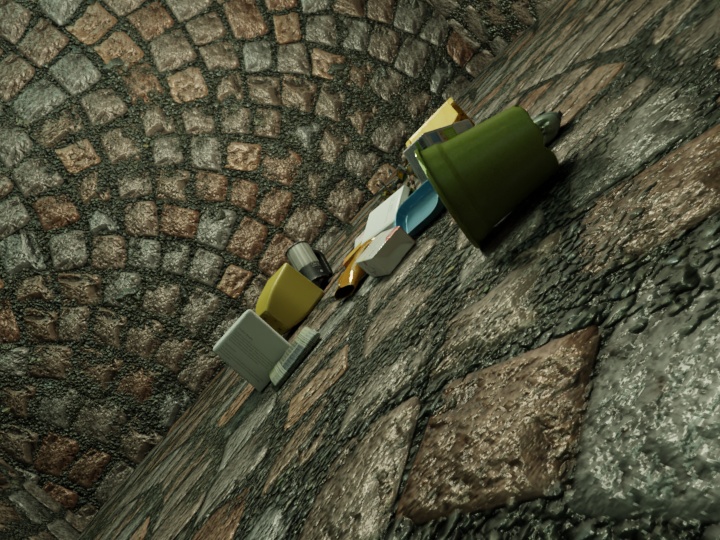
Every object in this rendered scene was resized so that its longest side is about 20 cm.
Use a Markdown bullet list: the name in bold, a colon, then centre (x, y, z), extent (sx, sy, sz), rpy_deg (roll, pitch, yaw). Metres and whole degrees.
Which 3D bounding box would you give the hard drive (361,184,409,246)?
- **hard drive**: centre (0.074, -0.160, 1.697), extent (0.200, 0.027, 0.133), rpy_deg (-34, 35, 54)

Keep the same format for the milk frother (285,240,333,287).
- **milk frother**: centre (-0.239, 0.013, 2.381), extent (0.200, 0.189, 0.180), rpy_deg (-40, -23, 18)

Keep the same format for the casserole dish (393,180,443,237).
- **casserole dish**: centre (0.162, -0.162, 1.511), extent (0.200, 0.039, 0.122), rpy_deg (-42, 38, 42)

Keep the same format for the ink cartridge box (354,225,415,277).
- **ink cartridge box**: centre (0.061, -0.046, 1.526), extent (0.117, 0.067, 0.200), rpy_deg (-49, 10, -12)

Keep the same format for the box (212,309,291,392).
- **box**: centre (-0.343, 0.250, 1.788), extent (0.172, 0.199, 0.200), rpy_deg (-49, 8, -12)

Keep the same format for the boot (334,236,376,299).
- **boot**: centre (-0.001, 0.000, 1.678), extent (0.201, 0.071, 0.144), rpy_deg (-45, 15, 34)

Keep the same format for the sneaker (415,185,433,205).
- **sneaker**: centre (0.165, -0.170, 1.606), extent (0.200, 0.075, 0.089), rpy_deg (-44, 21, 60)

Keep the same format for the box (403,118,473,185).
- **box**: centre (0.237, -0.329, 1.551), extent (0.199, 0.113, 0.101), rpy_deg (-27, -6, -37)

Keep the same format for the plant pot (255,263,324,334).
- **plant pot**: centre (-0.295, 0.134, 2.156), extent (0.195, 0.194, 0.201), rpy_deg (-37, 18, 52)

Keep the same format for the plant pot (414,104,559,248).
- **plant pot**: centre (0.221, -0.170, 0.940), extent (0.184, 0.201, 0.201), rpy_deg (-33, 12, 15)

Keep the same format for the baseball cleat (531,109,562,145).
- **baseball cleat**: centre (0.330, -0.257, 1.154), extent (0.199, 0.070, 0.106), rpy_deg (-27, 13, 42)

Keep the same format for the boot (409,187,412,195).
- **boot**: centre (0.127, -0.225, 1.971), extent (0.200, 0.076, 0.168), rpy_deg (-42, 7, 15)

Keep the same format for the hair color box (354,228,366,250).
- **hair color box**: centre (0.032, -0.104, 1.968), extent (0.102, 0.061, 0.200), rpy_deg (-46, 9, 10)

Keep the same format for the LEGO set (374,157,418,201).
- **LEGO set**: centre (0.155, -0.273, 1.793), extent (0.200, 0.154, 0.116), rpy_deg (-42, -10, -14)

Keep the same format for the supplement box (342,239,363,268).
- **supplement box**: centre (0.031, -0.075, 1.824), extent (0.200, 0.069, 0.067), rpy_deg (-48, 9, 15)

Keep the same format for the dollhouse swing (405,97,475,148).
- **dollhouse swing**: centre (0.268, -0.405, 1.754), extent (0.200, 0.181, 0.176), rpy_deg (-43, 39, 17)

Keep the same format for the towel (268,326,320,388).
- **towel**: centre (-0.191, 0.249, 1.626), extent (0.193, 0.034, 0.200), rpy_deg (-53, 11, -9)
